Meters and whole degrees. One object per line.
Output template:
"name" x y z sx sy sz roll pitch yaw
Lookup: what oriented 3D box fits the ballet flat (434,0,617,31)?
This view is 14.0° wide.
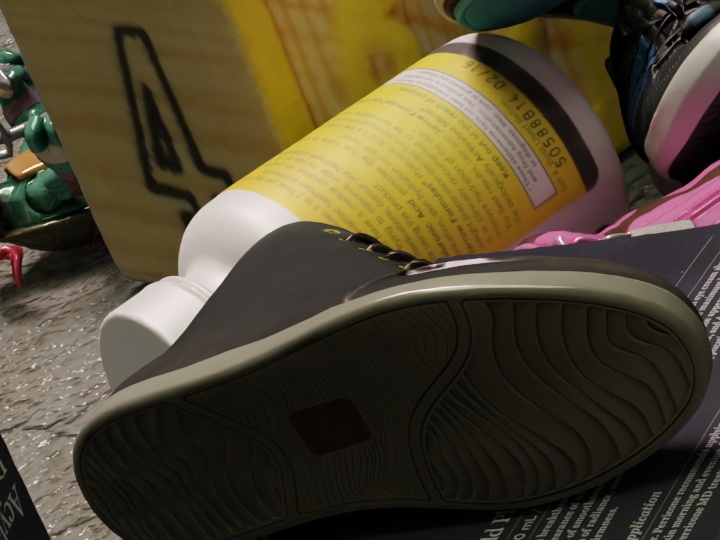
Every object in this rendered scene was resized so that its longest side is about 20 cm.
"ballet flat" 0.079 -0.132 1.182 0.069 0.070 0.200 -9 -4 30

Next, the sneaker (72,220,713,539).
"sneaker" 0.015 0.015 0.857 0.199 0.075 0.106 -12 28 28

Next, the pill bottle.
"pill bottle" 0.000 0.000 1.141 0.200 0.112 0.111 -35 25 -28

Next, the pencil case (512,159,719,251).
"pencil case" 0.152 -0.021 1.063 0.200 0.094 0.091 -31 48 -17

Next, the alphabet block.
"alphabet block" -0.021 -0.110 1.302 0.195 0.197 0.200 -37 26 -27

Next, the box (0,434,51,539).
"box" -0.145 0.140 0.842 0.107 0.201 0.149 -15 24 16

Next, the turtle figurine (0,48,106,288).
"turtle figurine" -0.140 -0.061 1.436 0.199 0.101 0.150 -17 26 -20

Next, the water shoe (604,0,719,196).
"water shoe" 0.123 -0.080 1.141 0.071 0.079 0.200 -32 -10 -6

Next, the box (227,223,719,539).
"box" 0.076 0.078 0.897 0.182 0.104 0.200 -6 27 34
